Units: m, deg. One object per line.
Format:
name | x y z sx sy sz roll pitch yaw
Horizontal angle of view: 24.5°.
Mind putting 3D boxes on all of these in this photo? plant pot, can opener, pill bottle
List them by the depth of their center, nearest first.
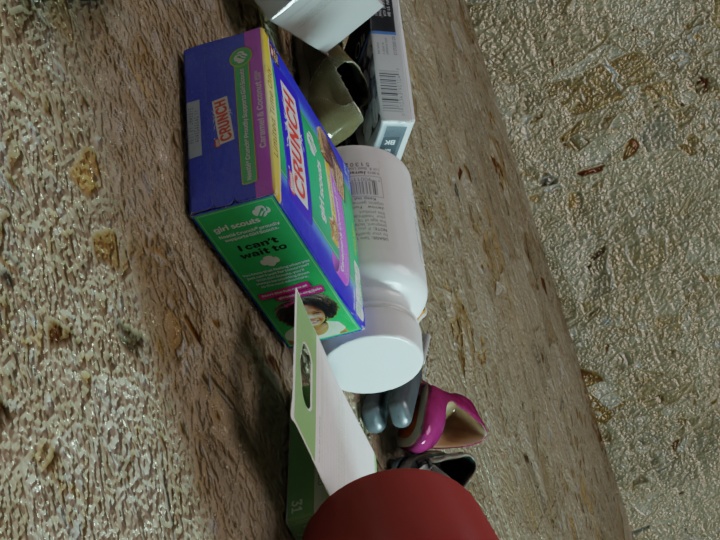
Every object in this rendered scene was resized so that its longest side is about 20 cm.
plant pot | 0.039 0.251 1.180 0.178 0.199 0.201 -105 172 -53
pill bottle | 0.000 0.000 1.460 0.115 0.113 0.202 58 20 -52
can opener | 0.040 0.112 1.638 0.200 0.052 0.067 -65 139 -71

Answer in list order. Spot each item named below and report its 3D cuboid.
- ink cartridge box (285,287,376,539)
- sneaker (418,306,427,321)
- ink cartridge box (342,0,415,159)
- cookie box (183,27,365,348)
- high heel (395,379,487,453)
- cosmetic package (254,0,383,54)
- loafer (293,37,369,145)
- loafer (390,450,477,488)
ink cartridge box | -0.035 0.136 1.285 0.146 0.047 0.201 -91 160 -50
sneaker | 0.024 0.003 1.654 0.080 0.078 0.201 56 32 -41
ink cartridge box | 0.008 -0.166 1.784 0.201 0.043 0.200 109 -20 -50
cookie box | -0.068 -0.063 1.331 0.200 0.074 0.173 56 23 -51
high heel | 0.091 0.159 1.677 0.096 0.068 0.200 32 13 -1
cosmetic package | -0.057 -0.284 1.575 0.108 0.085 0.200 53 9 11
loafer | -0.026 -0.191 1.696 0.201 0.067 0.076 -93 162 -47
loafer | 0.072 0.209 1.630 0.200 0.062 0.073 -32 106 -77
